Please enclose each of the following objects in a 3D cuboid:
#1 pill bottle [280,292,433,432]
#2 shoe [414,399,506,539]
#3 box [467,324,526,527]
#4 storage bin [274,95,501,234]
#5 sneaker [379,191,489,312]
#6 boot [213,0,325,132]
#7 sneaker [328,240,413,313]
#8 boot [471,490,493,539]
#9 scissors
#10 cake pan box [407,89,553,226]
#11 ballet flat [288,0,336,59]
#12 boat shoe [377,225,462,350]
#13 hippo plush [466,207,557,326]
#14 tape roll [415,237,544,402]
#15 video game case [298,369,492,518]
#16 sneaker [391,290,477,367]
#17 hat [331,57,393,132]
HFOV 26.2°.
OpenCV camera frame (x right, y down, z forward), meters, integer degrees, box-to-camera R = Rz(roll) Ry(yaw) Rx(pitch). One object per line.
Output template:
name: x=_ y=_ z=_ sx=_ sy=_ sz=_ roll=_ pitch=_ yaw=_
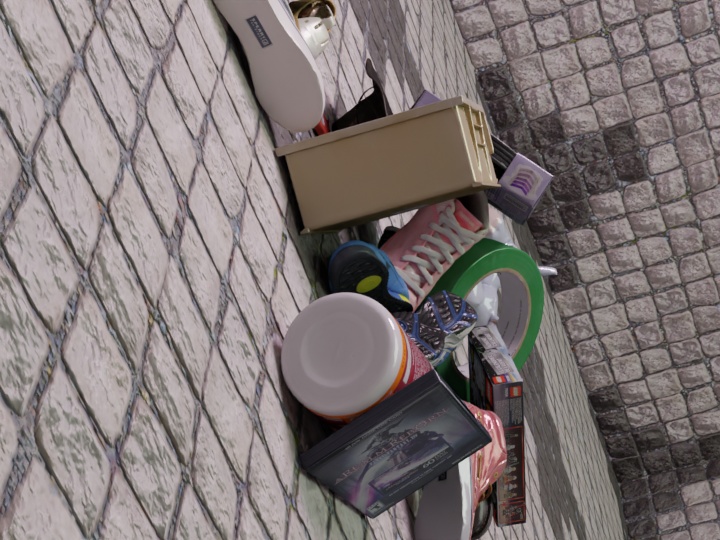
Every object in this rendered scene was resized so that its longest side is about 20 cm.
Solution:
pill bottle: x=0.009 y=0.104 z=1.437 sx=0.200 sy=0.112 sz=0.114 roll=49 pitch=27 yaw=-62
shoe: x=0.116 y=0.243 z=1.709 sx=0.091 sy=0.071 sz=0.201 roll=20 pitch=66 yaw=-43
box: x=0.162 y=0.185 z=1.852 sx=0.137 sy=0.040 sz=0.201 roll=-111 pitch=-165 yaw=-62
storage bin: x=0.038 y=-0.109 z=1.649 sx=0.199 sy=0.199 sz=0.094 roll=-13 pitch=87 yaw=-78
sneaker: x=0.082 y=-0.028 z=1.805 sx=0.075 sy=0.105 sz=0.201 roll=43 pitch=59 yaw=-13
boot: x=-0.086 y=-0.243 z=1.567 sx=0.091 sy=0.072 sz=0.201 roll=-79 pitch=150 yaw=-54
sneaker: x=0.000 y=0.000 z=1.683 sx=0.079 sy=0.066 sz=0.200 roll=65 pitch=7 yaw=24
boot: x=0.081 y=0.207 z=1.787 sx=0.174 sy=0.069 sz=0.201 roll=38 pitch=33 yaw=-62
scissors: x=-0.036 y=-0.130 z=1.805 sx=0.073 sy=0.014 sz=0.201 roll=24 pitch=52 yaw=-78
cake pan box: x=0.136 y=-0.132 z=1.845 sx=0.184 sy=0.052 sz=0.200 roll=33 pitch=-2 yaw=5
ballet flat: x=-0.062 y=-0.271 z=1.745 sx=0.200 sy=0.063 sz=0.069 roll=-81 pitch=152 yaw=-64
boat shoe: x=0.066 y=0.037 z=1.909 sx=0.060 sy=0.075 sz=0.201 roll=-43 pitch=120 yaw=-25
hippo plush: x=0.154 y=0.014 z=2.272 sx=0.200 sy=0.159 sz=0.161 roll=43 pitch=60 yaw=-39
tape roll: x=0.145 y=0.062 z=1.916 sx=0.200 sy=0.048 sz=0.202 roll=-21 pitch=121 yaw=-39
video game case: x=0.037 y=0.163 z=1.422 sx=0.019 sy=0.142 sz=0.200 roll=58 pitch=4 yaw=26
sneaker: x=0.057 y=0.088 z=1.702 sx=0.076 sy=0.077 sz=0.200 roll=43 pitch=34 yaw=22
hat: x=0.011 y=-0.153 z=1.863 sx=0.201 sy=0.081 sz=0.202 roll=-23 pitch=90 yaw=-87
